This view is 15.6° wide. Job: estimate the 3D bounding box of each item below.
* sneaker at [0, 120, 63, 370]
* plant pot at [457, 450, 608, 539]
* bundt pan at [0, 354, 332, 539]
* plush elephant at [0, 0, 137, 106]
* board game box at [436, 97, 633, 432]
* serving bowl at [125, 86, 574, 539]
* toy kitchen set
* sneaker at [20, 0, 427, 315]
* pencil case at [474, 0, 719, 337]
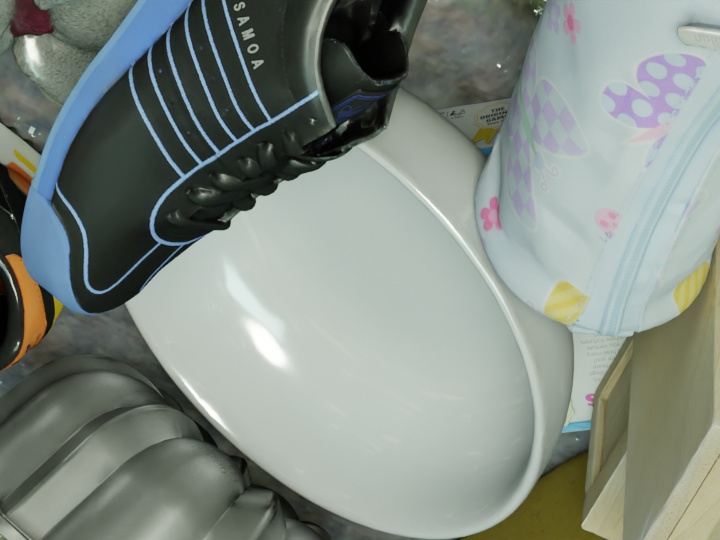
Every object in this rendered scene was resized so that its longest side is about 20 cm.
[{"bbox_3d":[-0.188,-0.040,0.963,0.200,0.090,0.070,37,121,-18],"label":"sneaker"},{"bbox_3d":[0.138,0.173,1.016,0.194,0.196,0.200,35,116,-16],"label":"plant pot"},{"bbox_3d":[-0.062,0.106,1.003,0.202,0.202,0.076,43,85,-21],"label":"bundt pan"},{"bbox_3d":[-0.125,-0.119,0.878,0.200,0.155,0.165,64,158,4],"label":"plush elephant"},{"bbox_3d":[0.134,-0.010,0.976,0.199,0.034,0.135,-7,123,15],"label":"board game box"},{"bbox_3d":[0.000,0.000,0.956,0.200,0.066,0.200,28,140,26],"label":"serving bowl"},{"bbox_3d":[0.189,0.050,0.886,0.180,0.163,0.200,22,126,-6],"label":"toy kitchen set"},{"bbox_3d":[-0.036,-0.053,0.839,0.078,0.070,0.200,44,117,24],"label":"sneaker"},{"bbox_3d":[0.096,-0.062,0.795,0.083,0.091,0.200,-8,151,-19],"label":"pencil case"}]
